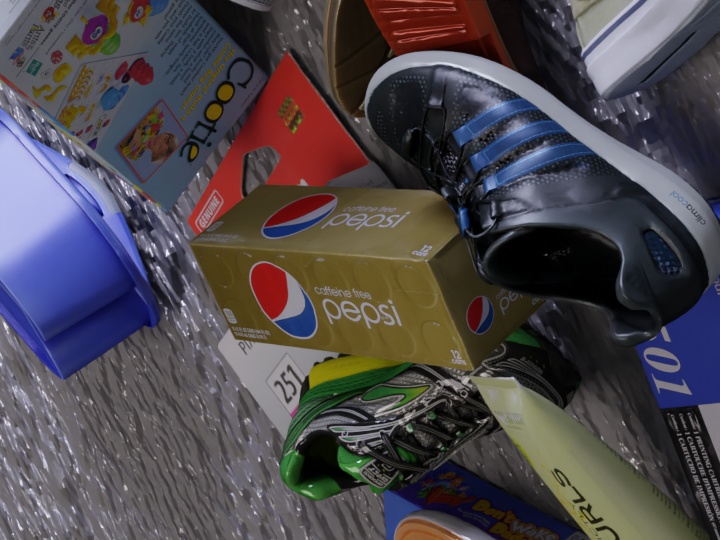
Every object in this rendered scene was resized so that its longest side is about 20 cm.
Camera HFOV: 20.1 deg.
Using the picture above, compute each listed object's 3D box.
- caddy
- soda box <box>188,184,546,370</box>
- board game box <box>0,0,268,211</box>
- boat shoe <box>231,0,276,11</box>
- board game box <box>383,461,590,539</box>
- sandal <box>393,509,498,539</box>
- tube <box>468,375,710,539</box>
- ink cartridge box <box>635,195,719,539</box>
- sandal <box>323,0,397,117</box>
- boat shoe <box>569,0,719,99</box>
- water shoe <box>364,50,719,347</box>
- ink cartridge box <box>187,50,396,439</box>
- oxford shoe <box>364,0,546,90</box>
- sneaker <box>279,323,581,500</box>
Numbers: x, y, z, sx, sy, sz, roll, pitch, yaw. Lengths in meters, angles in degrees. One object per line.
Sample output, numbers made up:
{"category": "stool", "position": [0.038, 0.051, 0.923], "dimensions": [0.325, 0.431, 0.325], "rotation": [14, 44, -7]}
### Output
{"category": "caddy", "position": [-0.214, -0.027, 1.371], "dimensions": [0.200, 0.105, 0.142], "rotation": [46, 164, 21]}
{"category": "soda box", "position": [0.000, 0.000, 1.076], "dimensions": [0.199, 0.064, 0.068], "rotation": [4, 126, 49]}
{"category": "board game box", "position": [-0.156, -0.135, 1.138], "dimensions": [0.103, 0.105, 0.200], "rotation": [35, 175, 32]}
{"category": "boat shoe", "position": [-0.104, -0.211, 1.147], "dimensions": [0.200, 0.070, 0.067], "rotation": [38, 110, 46]}
{"category": "board game box", "position": [0.080, 0.226, 1.219], "dimensions": [0.134, 0.045, 0.201], "rotation": [25, 131, 40]}
{"category": "sandal", "position": [0.089, 0.203, 1.104], "dimensions": [0.206, 0.059, 0.080], "rotation": [24, 130, 31]}
{"category": "tube", "position": [0.133, 0.124, 1.032], "dimensions": [0.200, 0.052, 0.058], "rotation": [46, 128, -9]}
{"category": "ink cartridge box", "position": [0.192, 0.064, 0.974], "dimensions": [0.094, 0.044, 0.201], "rotation": [-11, 103, 52]}
{"category": "sandal", "position": [0.006, -0.177, 1.025], "dimensions": [0.054, 0.080, 0.202], "rotation": [36, 138, 54]}
{"category": "boat shoe", "position": [0.145, -0.142, 0.875], "dimensions": [0.062, 0.072, 0.200], "rotation": [61, 146, 9]}
{"category": "water shoe", "position": [0.070, -0.037, 0.933], "dimensions": [0.199, 0.079, 0.072], "rotation": [28, 142, 28]}
{"category": "ink cartridge box", "position": [-0.039, -0.005, 1.217], "dimensions": [0.174, 0.043, 0.200], "rotation": [52, 143, 11]}
{"category": "oxford shoe", "position": [0.068, -0.099, 1.013], "dimensions": [0.071, 0.073, 0.201], "rotation": [-1, 130, 32]}
{"category": "sneaker", "position": [0.038, 0.084, 1.115], "dimensions": [0.199, 0.086, 0.078], "rotation": [-23, 123, 40]}
